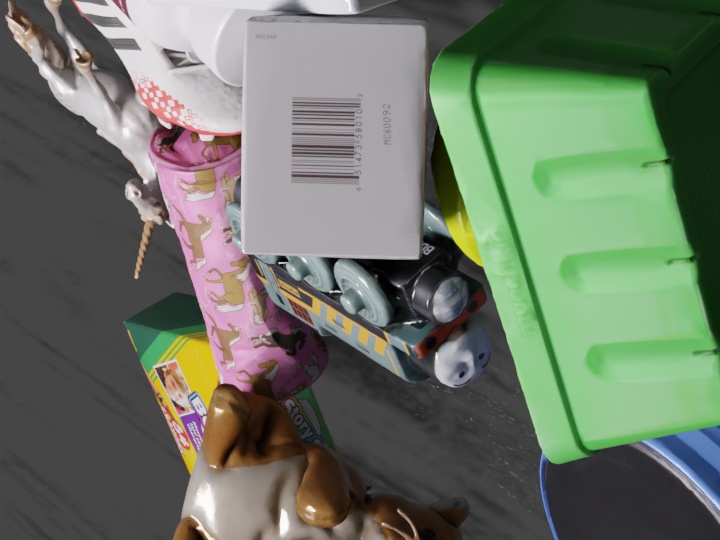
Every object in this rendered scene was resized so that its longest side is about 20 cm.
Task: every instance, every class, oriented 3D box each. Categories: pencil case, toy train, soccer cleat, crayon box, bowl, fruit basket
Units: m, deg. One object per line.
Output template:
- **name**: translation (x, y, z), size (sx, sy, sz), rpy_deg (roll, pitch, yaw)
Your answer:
- **pencil case**: translation (-0.079, -0.008, 1.207), size (0.083, 0.086, 0.201), rpy_deg (12, 129, 39)
- **toy train**: translation (0.000, 0.000, 1.085), size (0.200, 0.085, 0.114), rpy_deg (28, 153, 44)
- **soccer cleat**: translation (-0.129, -0.159, 1.155), size (0.200, 0.068, 0.085), rpy_deg (48, 157, 33)
- **crayon box**: translation (-0.087, 0.124, 1.390), size (0.172, 0.058, 0.201), rpy_deg (11, 127, 58)
- **bowl**: translation (0.172, 0.152, 0.976), size (0.201, 0.039, 0.201), rpy_deg (42, 150, 32)
- **fruit basket**: translation (0.089, -0.033, 0.824), size (0.215, 0.155, 0.216), rpy_deg (23, 133, 27)

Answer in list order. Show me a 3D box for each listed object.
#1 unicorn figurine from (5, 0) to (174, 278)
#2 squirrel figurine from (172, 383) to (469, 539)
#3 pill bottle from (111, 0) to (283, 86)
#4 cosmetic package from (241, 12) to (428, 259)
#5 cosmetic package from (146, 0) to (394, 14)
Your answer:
- **unicorn figurine**: translation (-0.182, -0.117, 1.304), size (0.200, 0.074, 0.138), rpy_deg (56, 168, 41)
- **squirrel figurine**: translation (-0.023, 0.165, 1.215), size (0.186, 0.142, 0.200), rpy_deg (16, 178, -1)
- **pill bottle**: translation (-0.107, -0.198, 1.017), size (0.200, 0.113, 0.113), rpy_deg (47, 152, 25)
- **cosmetic package**: translation (-0.009, -0.071, 0.873), size (0.200, 0.084, 0.108), rpy_deg (-73, -16, -80)
- **cosmetic package**: translation (-0.033, -0.230, 0.819), size (0.199, 0.123, 0.201), rpy_deg (14, 123, 56)
